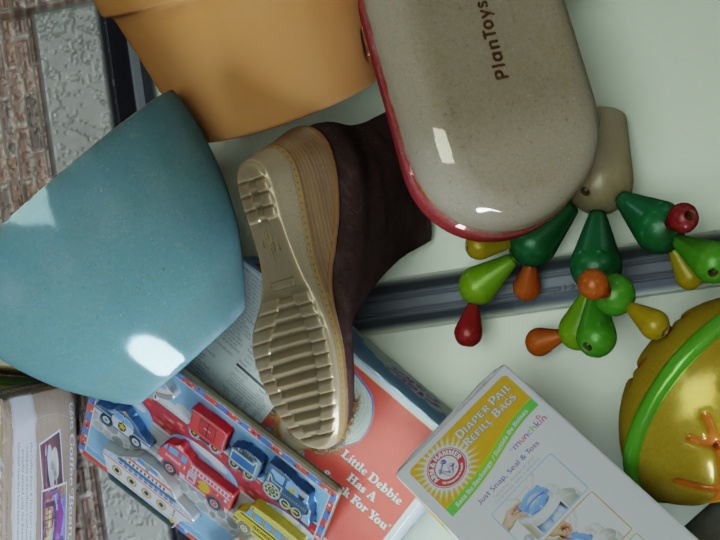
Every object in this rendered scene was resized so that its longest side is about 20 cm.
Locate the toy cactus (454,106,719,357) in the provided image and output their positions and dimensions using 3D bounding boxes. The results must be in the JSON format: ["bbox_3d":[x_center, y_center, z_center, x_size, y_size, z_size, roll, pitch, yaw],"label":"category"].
[{"bbox_3d":[0.145,-0.026,1.243,0.199,0.102,0.167,-13,63,44],"label":"toy cactus"}]

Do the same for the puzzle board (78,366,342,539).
[{"bbox_3d":[-0.110,0.137,1.308,0.199,0.017,0.151,36,137,15],"label":"puzzle board"}]

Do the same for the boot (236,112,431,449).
[{"bbox_3d":[0.000,0.000,1.251,0.072,0.166,0.202,-4,100,40],"label":"boot"}]

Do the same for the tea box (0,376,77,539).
[{"bbox_3d":[-0.312,0.177,1.354,0.195,0.134,0.202,1,92,15],"label":"tea box"}]

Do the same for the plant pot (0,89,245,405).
[{"bbox_3d":[-0.149,0.003,1.202,0.200,0.200,0.135,-40,93,13],"label":"plant pot"}]

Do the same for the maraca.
[{"bbox_3d":[0.240,0.065,1.211,0.200,0.137,0.107,-51,52,4],"label":"maraca"}]

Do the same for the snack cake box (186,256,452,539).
[{"bbox_3d":[-0.030,0.095,1.310,0.200,0.067,0.115,40,100,10],"label":"snack cake box"}]

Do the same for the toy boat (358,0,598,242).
[{"bbox_3d":[0.068,-0.114,1.225,0.129,0.131,0.202,-11,78,-14],"label":"toy boat"}]

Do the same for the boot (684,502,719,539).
[{"bbox_3d":[0.216,0.259,1.222,0.199,0.073,0.183,-32,68,-3],"label":"boot"}]

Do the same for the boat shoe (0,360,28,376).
[{"bbox_3d":[-0.298,0.034,1.384,0.198,0.074,0.070,6,81,14],"label":"boat shoe"}]

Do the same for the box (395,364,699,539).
[{"bbox_3d":[0.132,0.171,1.199,0.101,0.113,0.200,-44,53,-4],"label":"box"}]

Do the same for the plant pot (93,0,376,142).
[{"bbox_3d":[-0.070,-0.173,1.258,0.198,0.200,0.141,-16,104,15],"label":"plant pot"}]
